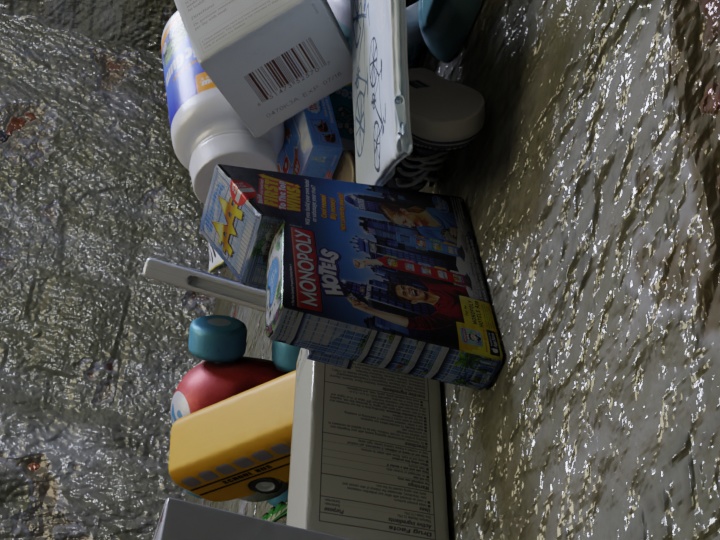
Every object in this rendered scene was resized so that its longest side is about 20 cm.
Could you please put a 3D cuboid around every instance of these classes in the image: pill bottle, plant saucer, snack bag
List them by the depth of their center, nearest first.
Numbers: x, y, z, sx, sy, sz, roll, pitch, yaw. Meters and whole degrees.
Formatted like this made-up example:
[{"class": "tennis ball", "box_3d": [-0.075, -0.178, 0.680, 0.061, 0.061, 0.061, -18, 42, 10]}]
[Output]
[{"class": "snack bag", "box_3d": [0.016, -0.160, 0.831, 0.200, 0.021, 0.193, 138, 131, -79]}, {"class": "plant saucer", "box_3d": [0.089, -0.293, 0.990, 0.200, 0.027, 0.204, -167, 90, -79]}, {"class": "pill bottle", "box_3d": [-0.133, -0.160, 1.068, 0.113, 0.110, 0.202, 114, 150, -46]}, {"class": "pill bottle", "box_3d": [-0.005, -0.199, 1.145, 0.112, 0.109, 0.202, -93, 18, -52]}]

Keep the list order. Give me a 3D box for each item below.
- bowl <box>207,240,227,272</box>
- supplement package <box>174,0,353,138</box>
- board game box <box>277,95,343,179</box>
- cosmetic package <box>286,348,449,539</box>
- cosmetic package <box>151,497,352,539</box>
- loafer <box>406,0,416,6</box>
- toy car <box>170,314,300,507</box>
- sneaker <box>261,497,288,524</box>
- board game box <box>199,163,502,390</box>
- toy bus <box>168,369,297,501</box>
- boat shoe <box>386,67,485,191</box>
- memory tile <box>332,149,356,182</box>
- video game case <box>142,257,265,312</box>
[{"class": "bowl", "box_3d": [-0.106, -0.083, 1.263, 0.095, 0.198, 0.201, 62, 166, 0]}, {"class": "supplement package", "box_3d": [-0.096, -0.244, 0.969, 0.117, 0.116, 0.202, 50, -166, -57]}, {"class": "board game box", "box_3d": [-0.071, -0.140, 1.107, 0.152, 0.036, 0.202, 115, 149, -44]}, {"class": "cosmetic package", "box_3d": [0.004, 0.129, 0.786, 0.202, 0.102, 0.074, -88, 14, -45]}, {"class": "cosmetic package", "box_3d": [-0.040, 0.219, 0.655, 0.091, 0.196, 0.108, -92, 18, -53]}, {"class": "loafer", "box_3d": [0.036, -0.263, 0.933, 0.071, 0.067, 0.200, -64, 10, -15]}, {"class": "toy car", "box_3d": [-0.117, 0.165, 1.076, 0.200, 0.173, 0.188, -66, -18, -75]}, {"class": "sneaker", "box_3d": [-0.051, 0.248, 0.994, 0.086, 0.077, 0.202, -91, 18, -47]}, {"class": "board game box", "box_3d": [-0.015, 0.000, 0.762, 0.201, 0.196, 0.062, -94, 21, -56]}, {"class": "toy bus", "box_3d": [-0.066, 0.136, 0.937, 0.198, 0.078, 0.066, -24, 48, 27]}, {"class": "boat shoe", "box_3d": [0.055, -0.104, 0.895, 0.200, 0.073, 0.094, -114, 19, -68]}, {"class": "memory tile", "box_3d": [0.000, 0.000, 0.997, 0.201, 0.017, 0.155, -115, 34, -42]}, {"class": "video game case", "box_3d": [-0.115, 0.026, 1.150, 0.200, 0.179, 0.024, 36, -109, -82]}]
